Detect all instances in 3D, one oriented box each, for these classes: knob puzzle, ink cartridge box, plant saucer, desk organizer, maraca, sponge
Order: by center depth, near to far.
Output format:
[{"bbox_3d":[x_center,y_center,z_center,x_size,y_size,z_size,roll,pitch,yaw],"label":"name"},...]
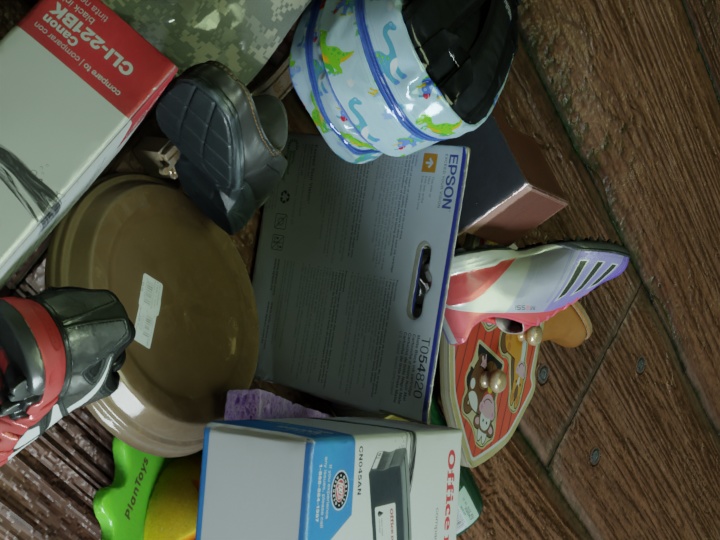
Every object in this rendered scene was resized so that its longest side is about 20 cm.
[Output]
[{"bbox_3d":[-0.210,-0.049,0.658,0.084,0.144,0.200,39,65,-11],"label":"ink cartridge box"},{"bbox_3d":[-0.015,0.171,0.747,0.200,0.084,0.145,9,84,-59],"label":"ink cartridge box"},{"bbox_3d":[-0.132,0.027,0.797,0.200,0.029,0.201,31,51,-48],"label":"plant saucer"},{"bbox_3d":[-0.133,0.187,0.816,0.200,0.106,0.138,65,26,-47],"label":"maraca"},{"bbox_3d":[-0.054,0.155,0.860,0.200,0.030,0.112,41,44,-71],"label":"sponge"},{"bbox_3d":[0.000,0.000,0.867,0.040,0.199,0.201,8,92,-48],"label":"ink cartridge box"},{"bbox_3d":[0.088,-0.123,0.954,0.077,0.072,0.201,15,46,-51],"label":"desk organizer"},{"bbox_3d":[0.122,0.074,1.003,0.219,0.030,0.221,-12,104,-58],"label":"knob puzzle"}]

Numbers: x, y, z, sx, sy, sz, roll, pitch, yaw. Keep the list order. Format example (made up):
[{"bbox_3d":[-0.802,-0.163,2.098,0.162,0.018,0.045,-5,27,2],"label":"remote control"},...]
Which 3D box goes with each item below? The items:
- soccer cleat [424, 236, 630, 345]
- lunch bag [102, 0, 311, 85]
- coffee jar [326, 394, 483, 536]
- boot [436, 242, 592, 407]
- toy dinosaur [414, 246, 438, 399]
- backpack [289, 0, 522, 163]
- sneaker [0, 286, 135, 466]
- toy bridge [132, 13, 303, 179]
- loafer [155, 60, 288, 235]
[{"bbox_3d":[0.140,0.014,0.940,0.199,0.068,0.074,-6,84,-33],"label":"soccer cleat"},{"bbox_3d":[-0.125,-0.217,0.735,0.200,0.139,0.168,35,71,-44],"label":"lunch bag"},{"bbox_3d":[0.032,0.138,0.996,0.085,0.104,0.201,-27,122,-3],"label":"coffee jar"},{"bbox_3d":[0.141,0.079,1.124,0.200,0.076,0.156,34,71,-43],"label":"boot"},{"bbox_3d":[0.054,0.019,1.019,0.077,0.102,0.201,-46,138,-47],"label":"toy dinosaur"},{"bbox_3d":[0.036,-0.160,0.801,0.200,0.153,0.164,-89,154,-57],"label":"backpack"},{"bbox_3d":[-0.193,0.064,0.682,0.098,0.200,0.071,-22,79,-39],"label":"sneaker"},{"bbox_3d":[-0.083,-0.136,0.850,0.200,0.067,0.027,-52,131,-28],"label":"toy bridge"},{"bbox_3d":[-0.081,-0.090,0.743,0.073,0.200,0.072,44,76,5],"label":"loafer"}]
